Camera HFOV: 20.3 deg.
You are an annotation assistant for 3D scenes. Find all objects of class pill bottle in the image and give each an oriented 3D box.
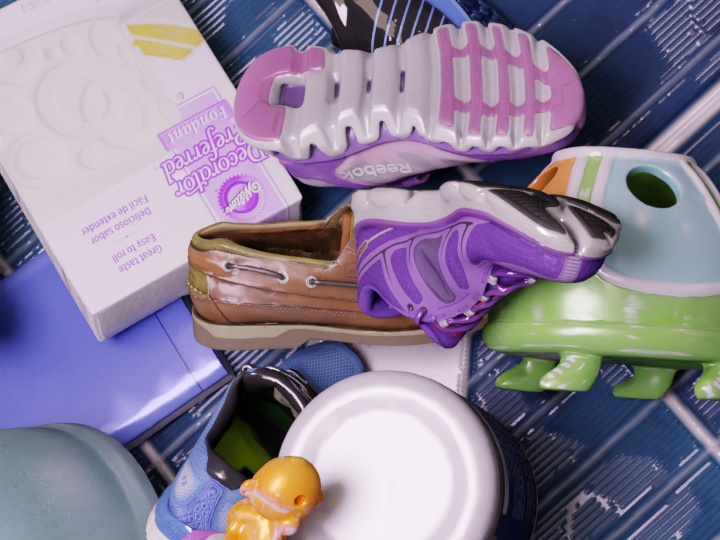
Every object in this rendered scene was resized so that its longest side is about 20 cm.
[{"bbox_3d":[0.033,0.121,1.074,0.115,0.200,0.117,-2,80,14],"label":"pill bottle"}]

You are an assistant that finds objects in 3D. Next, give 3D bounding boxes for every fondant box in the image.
[{"bbox_3d":[-0.144,-0.080,1.207,0.144,0.058,0.201,-29,75,-12],"label":"fondant box"}]

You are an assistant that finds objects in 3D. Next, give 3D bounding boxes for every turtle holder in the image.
[{"bbox_3d":[0.160,0.003,1.092,0.184,0.141,0.133,2,85,9],"label":"turtle holder"}]

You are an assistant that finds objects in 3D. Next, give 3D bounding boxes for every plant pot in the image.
[{"bbox_3d":[-0.214,0.180,1.090,0.199,0.134,0.202,-7,79,41],"label":"plant pot"}]

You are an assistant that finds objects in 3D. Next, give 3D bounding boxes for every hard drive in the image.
[{"bbox_3d":[-0.193,0.066,1.227,0.199,0.025,0.132,-35,74,5],"label":"hard drive"}]

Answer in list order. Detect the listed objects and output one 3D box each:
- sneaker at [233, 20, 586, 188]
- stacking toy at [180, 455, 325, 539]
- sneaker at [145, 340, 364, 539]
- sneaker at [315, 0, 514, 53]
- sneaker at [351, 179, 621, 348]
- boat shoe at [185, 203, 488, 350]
[{"bbox_3d":[0.032,-0.084,1.142,0.199,0.089,0.081,-1,60,16],"label":"sneaker"},{"bbox_3d":[-0.071,0.170,0.975,0.201,0.115,0.110,-64,31,21],"label":"stacking toy"},{"bbox_3d":[-0.040,0.090,1.108,0.078,0.200,0.089,34,124,5],"label":"sneaker"},{"bbox_3d":[0.037,-0.136,1.196,0.200,0.070,0.078,47,113,12],"label":"sneaker"},{"bbox_3d":[0.062,-0.001,1.033,0.080,0.200,0.084,7,86,-28],"label":"sneaker"},{"bbox_3d":[0.000,0.000,1.143,0.198,0.072,0.068,-7,114,-8],"label":"boat shoe"}]
